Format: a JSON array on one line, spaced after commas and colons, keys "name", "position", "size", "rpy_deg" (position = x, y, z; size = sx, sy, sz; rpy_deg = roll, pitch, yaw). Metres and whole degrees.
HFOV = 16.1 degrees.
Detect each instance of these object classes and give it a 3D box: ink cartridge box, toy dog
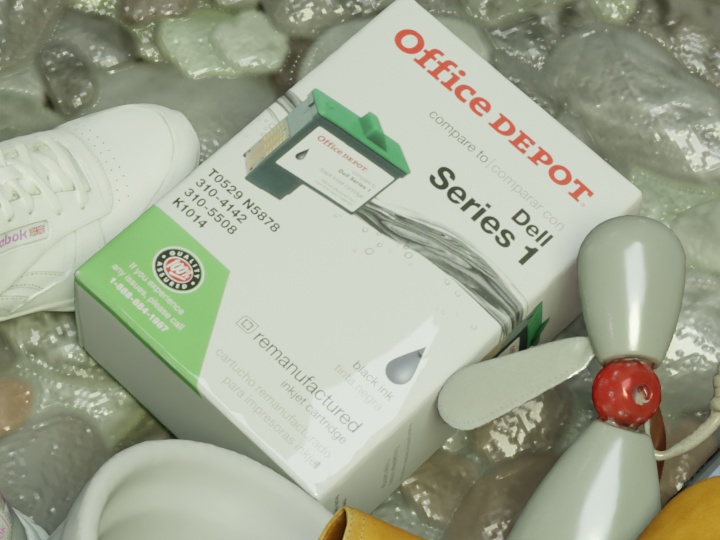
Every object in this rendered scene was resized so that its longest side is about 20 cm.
[{"name": "ink cartridge box", "position": [0.000, 0.000, 1.080], "size": [0.146, 0.084, 0.200], "rpy_deg": [41, 69, 16]}, {"name": "toy dog", "position": [0.088, 0.088, 1.008], "size": [0.132, 0.096, 0.200], "rpy_deg": [35, 71, -13]}]

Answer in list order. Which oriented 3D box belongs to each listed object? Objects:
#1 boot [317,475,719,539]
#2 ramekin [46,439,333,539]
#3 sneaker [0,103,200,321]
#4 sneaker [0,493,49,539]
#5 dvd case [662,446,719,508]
[{"name": "boot", "position": [0.052, 0.119, 0.887], "size": [0.144, 0.071, 0.201], "rpy_deg": [38, 61, -14]}, {"name": "ramekin", "position": [-0.054, 0.169, 0.925], "size": [0.098, 0.200, 0.201], "rpy_deg": [-40, 65, 25]}, {"name": "sneaker", "position": [-0.152, -0.018, 1.072], "size": [0.200, 0.100, 0.075], "rpy_deg": [-32, 67, -19]}, {"name": "sneaker", "position": [-0.216, 0.079, 1.024], "size": [0.200, 0.088, 0.081], "rpy_deg": [19, 63, 6]}, {"name": "dvd case", "position": [0.242, 0.123, 1.070], "size": [0.200, 0.018, 0.143], "rpy_deg": [40, 68, 16]}]
